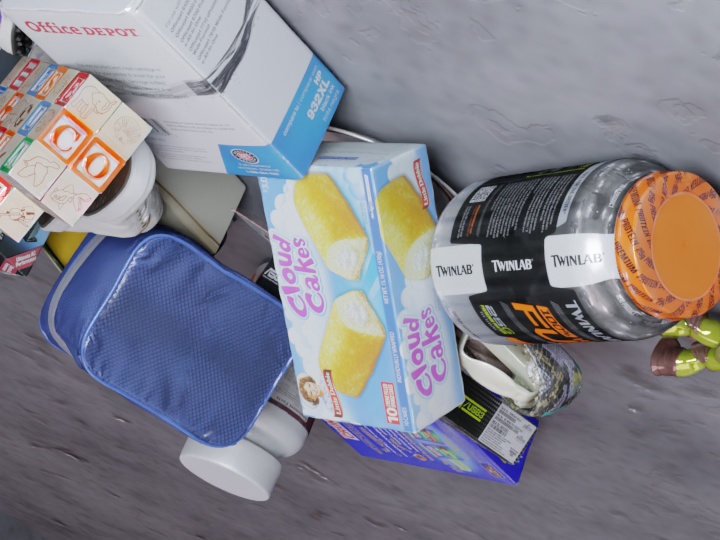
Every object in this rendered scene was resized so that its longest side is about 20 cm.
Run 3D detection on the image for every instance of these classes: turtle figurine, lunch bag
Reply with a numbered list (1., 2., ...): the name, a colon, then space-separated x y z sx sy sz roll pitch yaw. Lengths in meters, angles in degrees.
1. turtle figurine: 0.292 0.064 1.388 0.160 0.065 0.200 7 154 38
2. lunch bag: -0.153 0.048 1.530 0.200 0.136 0.132 36 175 -29

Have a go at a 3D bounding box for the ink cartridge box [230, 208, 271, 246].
1. ink cartridge box: 0.000 0.000 1.564 0.199 0.050 0.161 34 176 16

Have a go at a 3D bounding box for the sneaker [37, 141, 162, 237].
1. sneaker: -0.178 -0.066 1.403 0.084 0.073 0.200 6 173 -25

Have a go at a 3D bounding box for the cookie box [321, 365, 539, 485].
1. cookie box: 0.046 0.127 1.802 0.199 0.076 0.171 7 154 39

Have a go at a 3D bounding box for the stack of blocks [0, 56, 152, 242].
1. stack of blocks: -0.229 -0.083 1.307 0.059 0.115 0.200 41 172 -24

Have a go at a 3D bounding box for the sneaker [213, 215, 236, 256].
1. sneaker: -0.190 -0.027 1.676 0.070 0.082 0.200 34 162 -26

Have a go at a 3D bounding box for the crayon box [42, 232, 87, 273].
1. crayon box: -0.240 -0.003 1.685 0.126 0.051 0.200 51 176 14

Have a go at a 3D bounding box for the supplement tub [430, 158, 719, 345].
1. supplement tub: 0.151 -0.011 1.278 0.122 0.123 0.199 36 157 -29

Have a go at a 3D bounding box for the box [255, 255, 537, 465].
1. box: 0.028 0.075 1.575 0.200 0.048 0.193 37 178 -37

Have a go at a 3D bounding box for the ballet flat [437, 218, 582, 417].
1. ballet flat: 0.081 0.034 1.395 0.200 0.072 0.072 45 161 8

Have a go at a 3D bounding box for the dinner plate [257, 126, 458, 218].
1. dinner plate: 0.004 -0.066 1.452 0.199 0.024 0.200 21 160 8

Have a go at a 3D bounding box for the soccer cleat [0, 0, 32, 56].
1. soccer cleat: -0.266 -0.219 1.321 0.073 0.069 0.200 28 162 2

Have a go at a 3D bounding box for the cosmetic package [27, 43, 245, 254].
1. cosmetic package: -0.190 -0.098 1.519 0.103 0.074 0.200 8 155 34

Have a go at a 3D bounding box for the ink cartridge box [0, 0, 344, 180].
1. ink cartridge box: -0.129 -0.154 1.293 0.144 0.084 0.200 9 155 41

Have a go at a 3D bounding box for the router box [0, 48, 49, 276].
1. router box: -0.311 -0.109 1.514 0.062 0.151 0.200 11 156 32

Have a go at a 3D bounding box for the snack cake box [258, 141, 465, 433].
1. snack cake box: 0.001 0.010 1.358 0.114 0.067 0.202 4 111 40

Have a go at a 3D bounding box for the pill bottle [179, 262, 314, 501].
1. pill bottle: -0.085 0.102 1.707 0.109 0.201 0.110 21 160 8
